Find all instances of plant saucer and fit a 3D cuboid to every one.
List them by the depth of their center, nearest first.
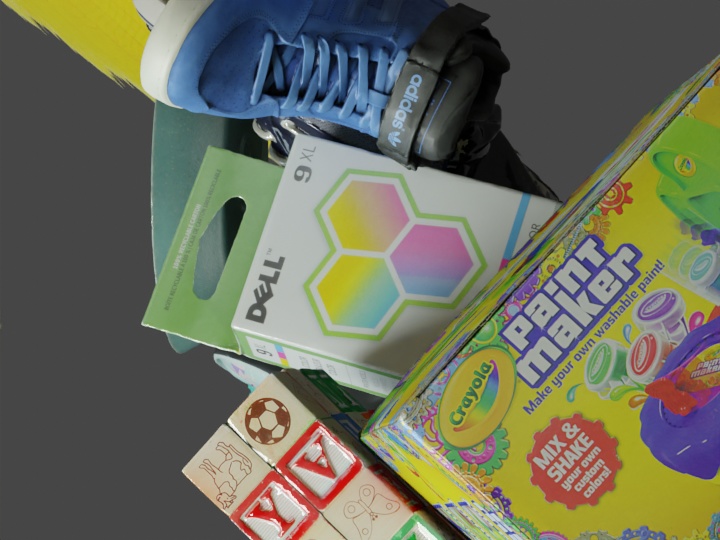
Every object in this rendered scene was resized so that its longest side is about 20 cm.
[{"bbox_3d":[-0.078,-0.054,1.545,0.036,0.200,0.200,2,164,8],"label":"plant saucer"}]

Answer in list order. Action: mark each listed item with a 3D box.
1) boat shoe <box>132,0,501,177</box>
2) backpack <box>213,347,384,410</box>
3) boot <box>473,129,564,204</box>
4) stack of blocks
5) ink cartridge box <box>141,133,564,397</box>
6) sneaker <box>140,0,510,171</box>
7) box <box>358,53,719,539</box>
[{"bbox_3d":[-0.034,-0.078,1.437,0.200,0.075,0.093,27,125,11],"label":"boat shoe"},{"bbox_3d":[0.038,0.077,1.541,0.178,0.151,0.200,20,180,43],"label":"backpack"},{"bbox_3d":[0.054,-0.033,1.565,0.204,0.073,0.154,39,173,-15],"label":"boot"},{"bbox_3d":[0.002,0.103,1.286,0.115,0.059,0.200,43,-173,9],"label":"stack of blocks"},{"bbox_3d":[0.000,0.000,1.368,0.200,0.104,0.059,16,165,10],"label":"ink cartridge box"},{"bbox_3d":[-0.006,-0.094,1.312,0.111,0.077,0.200,34,-156,24],"label":"sneaker"},{"bbox_3d":[0.114,0.029,1.126,0.122,0.200,0.193,43,174,1],"label":"box"}]
